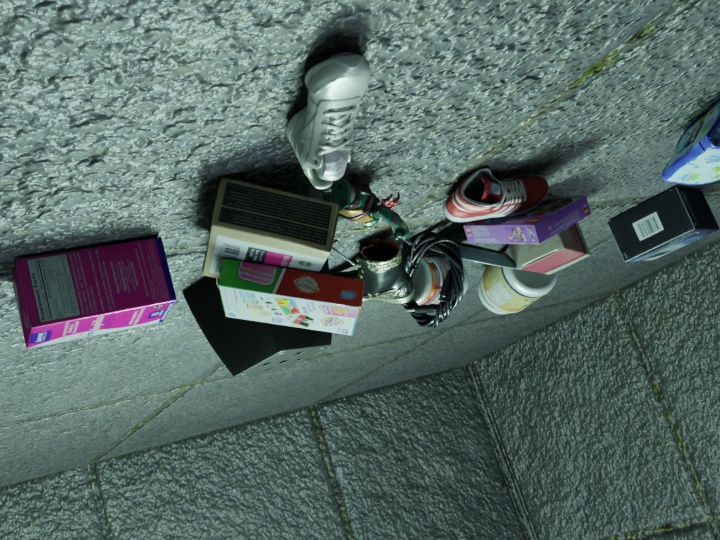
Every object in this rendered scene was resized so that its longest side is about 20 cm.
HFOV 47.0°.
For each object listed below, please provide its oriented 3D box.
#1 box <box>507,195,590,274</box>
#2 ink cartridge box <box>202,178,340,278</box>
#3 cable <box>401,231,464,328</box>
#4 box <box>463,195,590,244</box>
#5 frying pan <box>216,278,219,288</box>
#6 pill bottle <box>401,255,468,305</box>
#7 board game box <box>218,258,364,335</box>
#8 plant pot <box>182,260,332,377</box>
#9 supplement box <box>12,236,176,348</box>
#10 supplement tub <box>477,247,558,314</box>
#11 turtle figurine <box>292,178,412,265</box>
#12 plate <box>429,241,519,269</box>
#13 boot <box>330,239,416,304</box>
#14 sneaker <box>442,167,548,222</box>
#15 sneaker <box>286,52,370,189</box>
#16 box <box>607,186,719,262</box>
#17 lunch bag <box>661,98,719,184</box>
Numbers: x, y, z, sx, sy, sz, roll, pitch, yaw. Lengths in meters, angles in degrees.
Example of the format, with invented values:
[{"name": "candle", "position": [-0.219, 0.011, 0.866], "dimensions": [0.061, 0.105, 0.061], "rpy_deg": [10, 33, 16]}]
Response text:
[{"name": "box", "position": [0.386, -0.074, 1.733], "dimensions": [0.108, 0.129, 0.199], "rpy_deg": [-26, 164, 27]}, {"name": "ink cartridge box", "position": [-0.130, -0.040, 1.157], "dimensions": [0.163, 0.076, 0.200], "rpy_deg": [13, 158, -9]}, {"name": "cable", "position": [0.138, 0.019, 1.651], "dimensions": [0.050, 0.164, 0.201], "rpy_deg": [-6, 142, -41]}, {"name": "box", "position": [0.303, -0.093, 1.523], "dimensions": [0.136, 0.039, 0.199], "rpy_deg": [-27, -165, -26]}, {"name": "frying pan", "position": [-0.160, -0.039, 1.319], "dimensions": [0.190, 0.031, 0.115], "rpy_deg": [-43, 152, -18]}, {"name": "pill bottle", "position": [0.153, 0.023, 1.817], "dimensions": [0.109, 0.111, 0.199], "rpy_deg": [-28, 163, 32]}, {"name": "board game box", "position": [-0.100, 0.042, 1.196], "dimensions": [0.197, 0.041, 0.153], "rpy_deg": [9, 160, -3]}, {"name": "plant pot", "position": [-0.164, 0.080, 1.472], "dimensions": [0.199, 0.179, 0.198], "rpy_deg": [-29, 163, 35]}, {"name": "supplement box", "position": [-0.373, 0.030, 1.161], "dimensions": [0.198, 0.104, 0.101], "rpy_deg": [-10, 164, -28]}, {"name": "supplement tub", "position": [0.384, 0.021, 2.049], "dimensions": [0.143, 0.146, 0.200], "rpy_deg": [-14, 165, -20]}, {"name": "turtle figurine", "position": [-0.011, -0.082, 1.229], "dimensions": [0.148, 0.102, 0.200], "rpy_deg": [-16, 158, 25]}, {"name": "plate", "position": [0.239, -0.037, 1.718], "dimensions": [0.198, 0.026, 0.200], "rpy_deg": [12, -175, -1]}, {"name": "boot", "position": [0.001, -0.001, 1.618], "dimensions": [0.201, 0.074, 0.154], "rpy_deg": [3, 147, 15]}, {"name": "sneaker", "position": [0.249, -0.137, 1.435], "dimensions": [0.198, 0.072, 0.113], "rpy_deg": [-15, 168, -11]}, {"name": "sneaker", "position": [-0.026, -0.163, 0.919], "dimensions": [0.074, 0.101, 0.200], "rpy_deg": [-12, 162, -20]}, {"name": "box", "position": [0.781, -0.115, 2.128], "dimensions": [0.199, 0.124, 0.197], "rpy_deg": [-30, 164, 37]}, {"name": "lunch bag", "position": [0.668, -0.237, 1.516], "dimensions": [0.198, 0.128, 0.170], "rpy_deg": [-26, 168, -15]}]
